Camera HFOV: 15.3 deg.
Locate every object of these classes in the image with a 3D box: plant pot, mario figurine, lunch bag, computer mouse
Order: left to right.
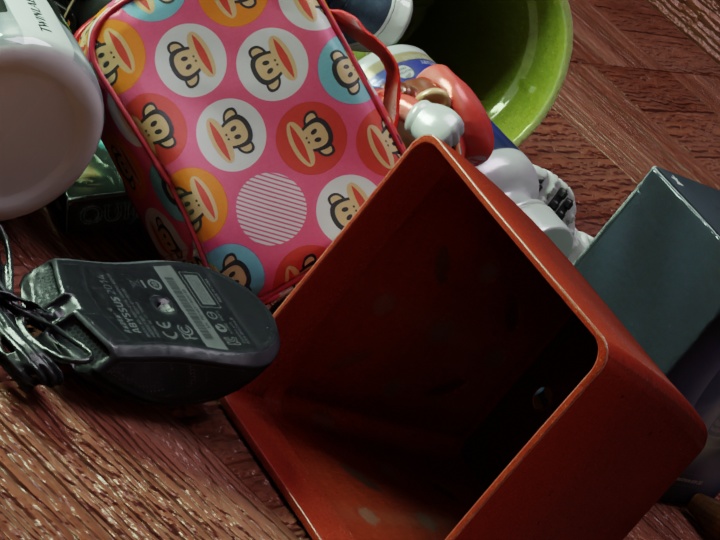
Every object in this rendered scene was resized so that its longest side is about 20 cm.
[{"bbox_3d":[-0.135,0.033,1.452,0.199,0.053,0.139,8,35,-39],"label":"computer mouse"},{"bbox_3d":[-0.058,-0.091,1.567,0.201,0.175,0.082,63,-19,-5],"label":"lunch bag"},{"bbox_3d":[0.000,-0.091,1.877,0.199,0.107,0.124,7,26,-20],"label":"mario figurine"},{"bbox_3d":[0.049,-0.208,2.269,0.200,0.201,0.184,26,9,-36],"label":"plant pot"},{"bbox_3d":[0.076,0.079,1.510,0.176,0.200,0.200,24,22,-46],"label":"plant pot"}]

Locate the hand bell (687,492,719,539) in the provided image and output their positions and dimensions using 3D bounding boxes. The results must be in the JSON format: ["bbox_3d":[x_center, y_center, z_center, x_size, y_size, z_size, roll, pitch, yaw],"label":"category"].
[{"bbox_3d":[0.309,0.216,1.886,0.200,0.105,0.104,34,11,33],"label":"hand bell"}]

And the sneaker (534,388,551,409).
[{"bbox_3d":[0.094,0.043,1.754,0.200,0.076,0.081,51,6,-22],"label":"sneaker"}]

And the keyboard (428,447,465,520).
[{"bbox_3d":[0.094,0.151,1.672,0.127,0.021,0.200,49,17,13],"label":"keyboard"}]

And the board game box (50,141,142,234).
[{"bbox_3d":[-0.104,-0.078,1.656,0.199,0.028,0.135,-7,36,-21],"label":"board game box"}]

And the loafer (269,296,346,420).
[{"bbox_3d":[-0.006,0.057,1.640,0.071,0.073,0.200,38,7,37],"label":"loafer"}]

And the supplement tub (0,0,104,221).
[{"bbox_3d":[-0.230,-0.129,1.537,0.122,0.123,0.200,25,22,-38],"label":"supplement tub"}]

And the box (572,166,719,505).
[{"bbox_3d":[0.227,0.052,1.899,0.199,0.199,0.123,14,29,-54],"label":"box"}]

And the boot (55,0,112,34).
[{"bbox_3d":[-0.227,-0.204,1.829,0.150,0.073,0.200,21,20,-49],"label":"boot"}]

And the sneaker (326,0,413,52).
[{"bbox_3d":[-0.075,-0.213,2.047,0.146,0.077,0.202,22,-17,-34],"label":"sneaker"}]

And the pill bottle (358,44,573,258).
[{"bbox_3d":[0.063,-0.063,1.993,0.200,0.120,0.119,48,19,27],"label":"pill bottle"}]

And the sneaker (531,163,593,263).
[{"bbox_3d":[0.134,-0.034,2.127,0.081,0.075,0.200,38,-7,33],"label":"sneaker"}]
